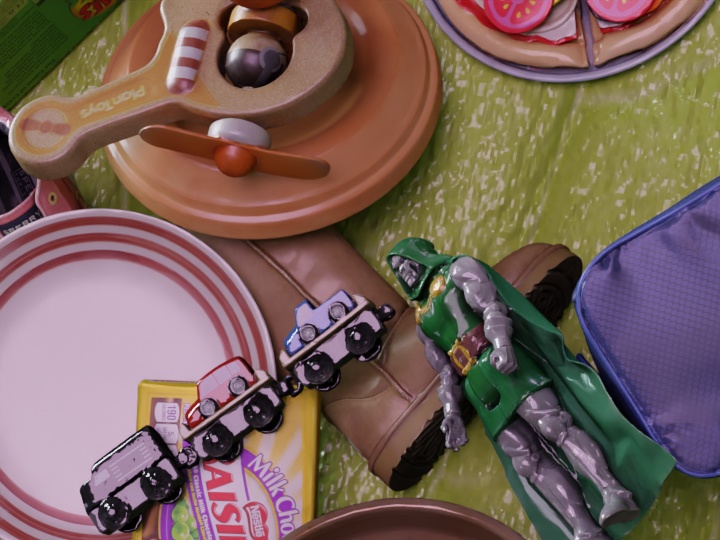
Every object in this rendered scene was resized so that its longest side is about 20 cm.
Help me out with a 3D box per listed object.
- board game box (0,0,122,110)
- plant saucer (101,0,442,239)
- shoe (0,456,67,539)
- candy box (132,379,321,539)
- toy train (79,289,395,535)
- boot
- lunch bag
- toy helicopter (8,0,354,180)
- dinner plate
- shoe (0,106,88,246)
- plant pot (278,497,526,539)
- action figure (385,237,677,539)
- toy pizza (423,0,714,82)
[{"bbox_3d":[-0.223,-0.145,1.582,0.200,0.102,0.048,-44,68,1],"label":"board game box"},{"bbox_3d":[-0.054,-0.108,1.518,0.199,0.038,0.201,-4,55,6],"label":"plant saucer"},{"bbox_3d":[-0.239,0.104,1.535,0.053,0.070,0.200,-37,70,-5],"label":"shoe"},{"bbox_3d":[-0.075,0.162,1.459,0.102,0.026,0.201,1,89,2],"label":"candy box"},{"bbox_3d":[-0.068,0.072,1.433,0.200,0.034,0.046,-36,75,3],"label":"toy train"},{"bbox_3d":[0.000,0.000,1.493,0.200,0.066,0.175,43,92,23],"label":"boot"},{"bbox_3d":[0.204,0.021,1.392,0.200,0.132,0.136,-30,86,7],"label":"lunch bag"},{"bbox_3d":[-0.097,-0.093,1.460,0.199,0.079,0.133,-22,63,6],"label":"toy helicopter"},{"bbox_3d":[-0.146,0.066,1.491,0.199,0.024,0.201,0,87,1],"label":"dinner plate"},{"bbox_3d":[-0.181,-0.006,1.537,0.071,0.091,0.200,-31,68,7],"label":"shoe"},{"bbox_3d":[0.022,0.228,1.394,0.200,0.093,0.201,-6,54,9],"label":"plant pot"},{"bbox_3d":[0.075,0.060,1.385,0.200,0.055,0.118,54,135,25],"label":"action figure"},{"bbox_3d":[0.122,-0.206,1.532,0.199,0.032,0.201,-5,74,16],"label":"toy pizza"}]
